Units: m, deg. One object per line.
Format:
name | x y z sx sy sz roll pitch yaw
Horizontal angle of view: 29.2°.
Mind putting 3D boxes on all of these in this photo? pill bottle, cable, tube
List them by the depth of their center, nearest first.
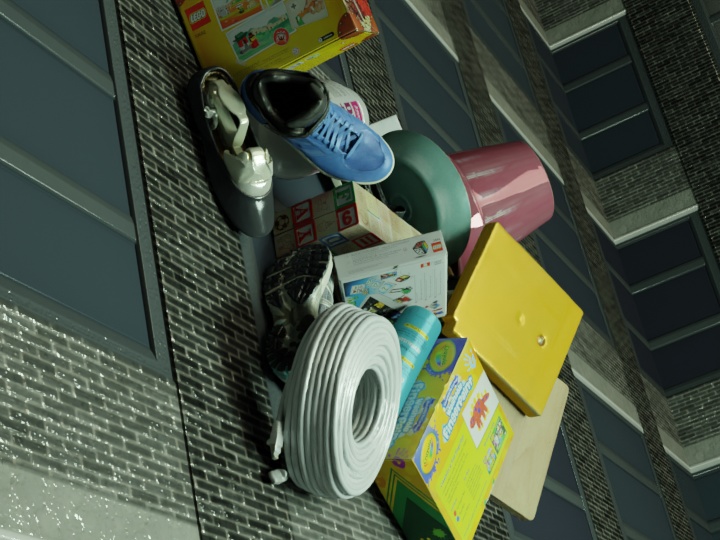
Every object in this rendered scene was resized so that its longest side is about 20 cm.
cable | -0.017 0.135 1.428 0.200 0.069 0.202 32 68 -66
tube | 0.030 0.125 1.585 0.077 0.051 0.200 29 52 5
pill bottle | -0.061 -0.178 1.706 0.114 0.113 0.200 65 19 -3

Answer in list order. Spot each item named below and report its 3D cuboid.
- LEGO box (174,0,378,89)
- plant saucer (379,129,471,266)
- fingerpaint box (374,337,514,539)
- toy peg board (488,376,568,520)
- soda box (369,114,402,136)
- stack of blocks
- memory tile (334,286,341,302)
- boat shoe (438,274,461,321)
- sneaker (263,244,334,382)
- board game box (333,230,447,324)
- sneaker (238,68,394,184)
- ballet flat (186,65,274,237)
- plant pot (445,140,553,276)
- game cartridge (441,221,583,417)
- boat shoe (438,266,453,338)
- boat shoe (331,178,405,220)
LEGO box | -0.102 -0.302 1.611 0.150 0.199 0.077 68 20 2
plant saucer | 0.064 -0.090 1.879 0.036 0.199 0.201 -26 93 -38
fingerpaint box | 0.095 0.208 1.636 0.167 0.073 0.201 62 38 -32
toy peg board | 0.160 0.202 1.847 0.199 0.097 0.201 36 60 -31
soda box | 0.054 -0.116 1.982 0.201 0.068 0.064 67 -13 0
stack of blocks | -0.005 -0.026 1.666 0.200 0.115 0.059 34 41 -53
memory tile | 0.000 0.000 1.816 0.200 0.017 0.154 25 45 -62
boat shoe | 0.122 0.035 1.861 0.198 0.075 0.066 -2 43 -26
sneaker | -0.062 0.058 1.525 0.201 0.077 0.087 -83 157 -43
board game box | 0.038 0.020 1.623 0.200 0.125 0.035 83 -7 -68
sneaker | -0.043 -0.159 1.540 0.199 0.077 0.111 34 -2 -11
ballet flat | -0.137 -0.136 1.516 0.073 0.073 0.201 7 60 -68
plant pot | 0.179 -0.102 2.049 0.201 0.178 0.200 61 -13 25
game cartridge | 0.200 0.065 1.824 0.200 0.032 0.177 43 57 -25
boat shoe | 0.106 0.078 1.936 0.069 0.073 0.201 68 19 -54
boat shoe | 0.027 -0.077 1.849 0.200 0.066 0.075 64 18 -7
